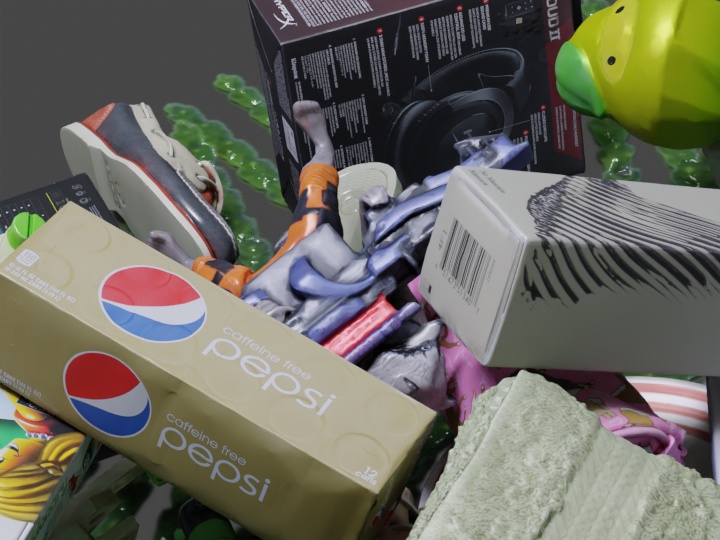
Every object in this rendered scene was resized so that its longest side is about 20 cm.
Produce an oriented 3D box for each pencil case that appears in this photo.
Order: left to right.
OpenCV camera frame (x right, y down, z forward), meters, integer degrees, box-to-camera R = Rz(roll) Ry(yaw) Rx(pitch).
[{"bbox_3d":[0.085,0.057,1.056,0.086,0.083,0.200,16,22,-30],"label":"pencil case"}]

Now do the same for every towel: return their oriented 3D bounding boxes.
[{"bbox_3d":[0.082,0.141,0.887,0.148,0.037,0.200,30,52,5],"label":"towel"}]

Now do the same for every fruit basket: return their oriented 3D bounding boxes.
[{"bbox_3d":[0.206,-0.119,1.141,0.215,0.156,0.216,0,75,1],"label":"fruit basket"}]

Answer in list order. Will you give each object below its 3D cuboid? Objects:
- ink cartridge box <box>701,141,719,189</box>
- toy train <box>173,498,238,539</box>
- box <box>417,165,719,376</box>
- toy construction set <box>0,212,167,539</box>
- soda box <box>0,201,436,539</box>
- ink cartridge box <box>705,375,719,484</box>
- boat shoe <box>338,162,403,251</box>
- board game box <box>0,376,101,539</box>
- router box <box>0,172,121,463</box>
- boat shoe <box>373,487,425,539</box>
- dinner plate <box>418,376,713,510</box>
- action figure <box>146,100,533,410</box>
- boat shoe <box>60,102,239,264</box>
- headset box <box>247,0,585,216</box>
[{"bbox_3d":[0.309,-0.106,1.220,0.199,0.084,0.145,7,72,21],"label":"ink cartridge box"},{"bbox_3d":[-0.048,0.174,0.981,0.042,0.057,0.200,-18,36,-13],"label":"toy train"},{"bbox_3d":[0.135,0.003,0.999,0.200,0.069,0.082,2,27,-28],"label":"box"},{"bbox_3d":[-0.157,0.059,1.059,0.131,0.200,0.092,-26,-5,-41],"label":"toy construction set"},{"bbox_3d":[-0.071,0.054,0.961,0.200,0.064,0.068,29,39,10],"label":"soda box"},{"bbox_3d":[0.227,0.087,1.017,0.119,0.042,0.200,-4,37,8],"label":"ink cartridge box"},{"bbox_3d":[-0.015,0.034,1.163,0.072,0.068,0.200,3,49,29],"label":"boat shoe"},{"bbox_3d":[-0.227,0.070,0.960,0.200,0.035,0.126,19,40,5],"label":"board game box"},{"bbox_3d":[-0.191,0.036,1.200,0.150,0.062,0.200,-18,36,-14],"label":"router box"},{"bbox_3d":[0.001,0.126,1.008,0.065,0.072,0.200,-47,45,-8],"label":"boat shoe"},{"bbox_3d":[0.128,0.121,1.045,0.200,0.024,0.200,-5,35,4],"label":"dinner plate"},{"bbox_3d":[0.000,0.000,1.075,0.200,0.105,0.194,-32,48,-3],"label":"action figure"},{"bbox_3d":[-0.119,-0.051,1.306,0.062,0.071,0.200,-21,33,-21],"label":"boat shoe"},{"bbox_3d":[0.045,-0.115,1.285,0.200,0.149,0.077,-18,37,-12],"label":"headset box"}]
